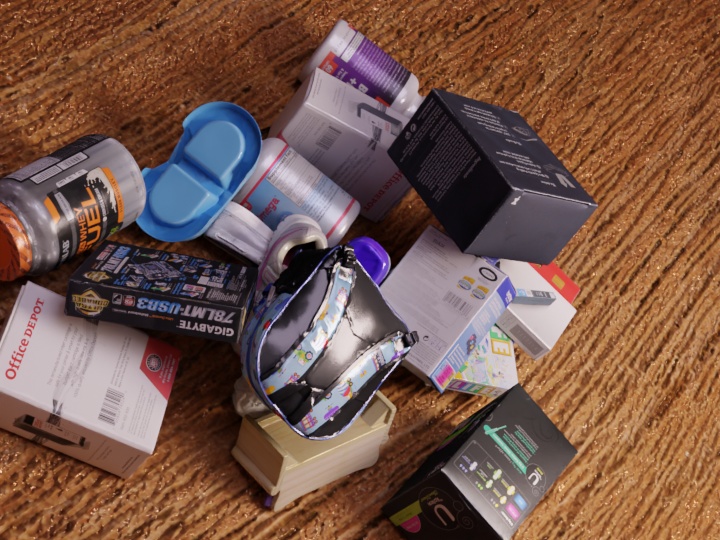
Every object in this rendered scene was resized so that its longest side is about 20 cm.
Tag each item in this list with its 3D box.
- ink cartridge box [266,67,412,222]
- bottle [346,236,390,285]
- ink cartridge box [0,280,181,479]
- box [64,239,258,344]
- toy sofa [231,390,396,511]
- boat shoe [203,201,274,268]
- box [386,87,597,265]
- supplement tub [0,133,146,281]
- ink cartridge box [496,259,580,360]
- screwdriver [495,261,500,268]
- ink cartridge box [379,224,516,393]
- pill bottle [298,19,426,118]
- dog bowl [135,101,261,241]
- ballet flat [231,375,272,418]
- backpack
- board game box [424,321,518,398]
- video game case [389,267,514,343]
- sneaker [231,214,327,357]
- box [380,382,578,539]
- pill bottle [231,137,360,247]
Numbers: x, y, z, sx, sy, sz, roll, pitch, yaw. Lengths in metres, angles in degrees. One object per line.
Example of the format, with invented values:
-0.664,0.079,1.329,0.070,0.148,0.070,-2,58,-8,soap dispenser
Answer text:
-0.018,-0.173,1.849,0.199,0.146,0.085,28,48,-16,ink cartridge box
0.000,0.000,1.728,0.065,0.200,0.084,45,90,3,bottle
-0.321,0.125,1.491,0.199,0.083,0.147,26,48,-17,ink cartridge box
-0.225,0.022,1.533,0.197,0.050,0.200,9,13,-2,box
-0.058,0.209,1.628,0.199,0.098,0.083,-19,48,-40,toy sofa
-0.120,-0.007,1.731,0.200,0.072,0.069,41,74,-19,boat shoe
0.173,-0.121,1.739,0.196,0.118,0.200,7,39,-47,box
-0.363,-0.073,1.568,0.123,0.123,0.200,49,48,4,supplement tub
0.221,0.000,1.856,0.200,0.045,0.176,43,48,-3,ink cartridge box
0.188,-0.046,1.814,0.029,0.028,0.201,48,44,-37,screwdriver
0.108,0.037,1.716,0.136,0.076,0.200,35,83,26,ink cartridge box
0.016,-0.270,1.959,0.199,0.111,0.112,36,47,-8,pill bottle
-0.206,-0.121,1.687,0.111,0.050,0.200,37,84,11,dog bowl
-0.075,0.128,1.669,0.199,0.072,0.072,-18,72,-39,ballet flat
-0.056,0.093,1.549,0.183,0.134,0.200,52,61,-25,backpack
0.143,0.071,1.811,0.134,0.034,0.201,13,56,-28,board game box
0.145,0.047,1.883,0.200,0.045,0.182,-30,81,-43,video game case
-0.104,0.022,1.660,0.081,0.088,0.201,25,86,-15,sneaker
0.152,0.267,1.672,0.124,0.149,0.200,48,47,1,box
-0.106,-0.106,1.772,0.200,0.109,0.109,38,47,-6,pill bottle
